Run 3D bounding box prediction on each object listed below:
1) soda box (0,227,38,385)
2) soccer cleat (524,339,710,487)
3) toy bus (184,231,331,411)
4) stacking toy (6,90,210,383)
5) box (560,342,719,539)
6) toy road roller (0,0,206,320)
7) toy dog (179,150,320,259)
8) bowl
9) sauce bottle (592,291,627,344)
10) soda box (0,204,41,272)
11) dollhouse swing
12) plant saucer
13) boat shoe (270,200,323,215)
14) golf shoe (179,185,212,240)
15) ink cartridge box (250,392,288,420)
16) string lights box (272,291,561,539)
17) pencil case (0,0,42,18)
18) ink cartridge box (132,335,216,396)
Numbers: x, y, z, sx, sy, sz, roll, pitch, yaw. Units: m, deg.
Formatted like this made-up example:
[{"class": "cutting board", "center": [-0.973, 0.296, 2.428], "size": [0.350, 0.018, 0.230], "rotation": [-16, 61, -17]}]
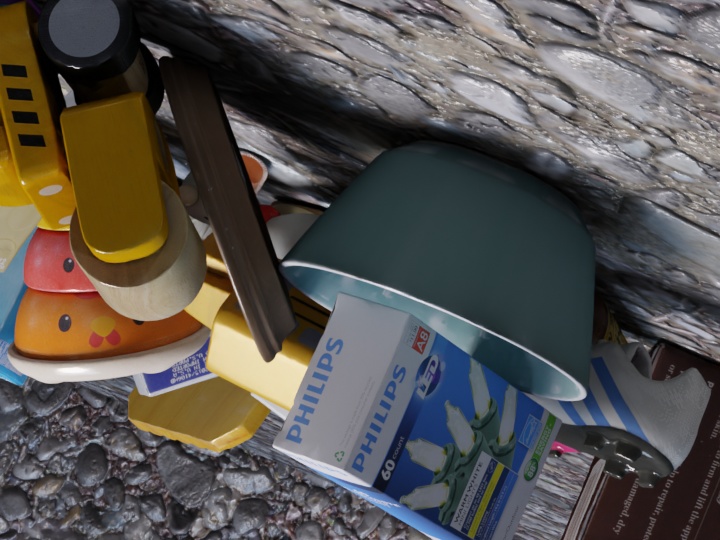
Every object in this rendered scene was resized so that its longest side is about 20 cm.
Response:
[{"class": "soda box", "center": [-0.244, -0.023, 1.898], "size": [0.068, 0.200, 0.064], "rotation": [21, 169, 27]}, {"class": "soccer cleat", "center": [0.141, 0.079, 1.688], "size": [0.200, 0.086, 0.070], "rotation": [18, 155, 39]}, {"class": "toy bus", "center": [-0.031, 0.052, 1.696], "size": [0.200, 0.078, 0.065], "rotation": [26, 135, 13]}, {"class": "stacking toy", "center": [-0.189, -0.030, 1.819], "size": [0.146, 0.200, 0.146], "rotation": [-7, -167, 2]}, {"class": "box", "center": [0.266, 0.174, 1.875], "size": [0.200, 0.164, 0.166], "rotation": [23, 170, 2]}, {"class": "toy road roller", "center": [-0.182, -0.063, 1.529], "size": [0.146, 0.200, 0.123], "rotation": [-16, 163, 1]}, {"class": "toy dog", "center": [-0.066, -0.017, 1.805], "size": [0.200, 0.132, 0.096], "rotation": [3, -179, 40]}, {"class": "bowl", "center": [0.063, -0.008, 1.553], "size": [0.201, 0.105, 0.201], "rotation": [23, 170, 4]}, {"class": "sauce bottle", "center": [0.142, 0.043, 1.757], "size": [0.065, 0.065, 0.200], "rotation": [20, 169, 22]}, {"class": "soda box", "center": [-0.290, -0.053, 1.592], "size": [0.200, 0.068, 0.064], "rotation": [11, -146, -49]}, {"class": "dollhouse swing", "center": [-0.064, 0.093, 2.188], "size": [0.182, 0.176, 0.200], "rotation": [31, 167, -37]}, {"class": "plant saucer", "center": [-0.079, -0.041, 1.591], "size": [0.029, 0.200, 0.200], "rotation": [-19, 167, 0]}, {"class": "boat shoe", "center": [0.000, 0.000, 1.859], "size": [0.200, 0.065, 0.071], "rotation": [13, 166, 48]}, {"class": "golf shoe", "center": [-0.136, -0.027, 2.014], "size": [0.200, 0.077, 0.088], "rotation": [15, 159, 36]}, {"class": "ink cartridge box", "center": [0.030, 0.116, 1.902], "size": [0.173, 0.044, 0.200], "rotation": [36, -167, 14]}, {"class": "string lights box", "center": [0.037, 0.098, 1.569], "size": [0.059, 0.103, 0.200], "rotation": [17, 169, 36]}, {"class": "pencil case", "center": [-0.251, -0.129, 1.686], "size": [0.093, 0.085, 0.200], "rotation": [59, 166, -5]}, {"class": "ink cartridge box", "center": [-0.082, 0.050, 1.993], "size": [0.196, 0.043, 0.200], "rotation": [-19, 180, -7]}]
